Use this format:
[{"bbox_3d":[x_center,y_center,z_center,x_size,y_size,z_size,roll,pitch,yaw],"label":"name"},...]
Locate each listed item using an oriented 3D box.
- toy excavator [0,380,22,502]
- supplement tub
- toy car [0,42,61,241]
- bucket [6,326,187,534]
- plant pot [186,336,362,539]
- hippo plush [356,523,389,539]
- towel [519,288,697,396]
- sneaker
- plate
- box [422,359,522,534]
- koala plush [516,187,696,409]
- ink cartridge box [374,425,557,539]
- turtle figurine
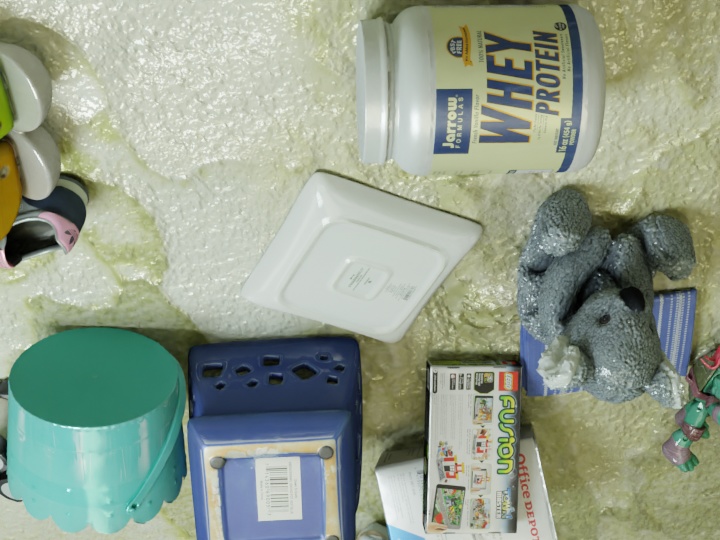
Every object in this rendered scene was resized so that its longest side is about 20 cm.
[{"bbox_3d":[-0.479,0.184,1.422,0.199,0.100,0.195,-9,136,17],"label":"toy excavator"},{"bbox_3d":[0.098,-0.155,1.069,0.199,0.145,0.145,-2,136,-3],"label":"supplement tub"},{"bbox_3d":[-0.368,-0.113,1.089,0.150,0.175,0.200,28,140,19],"label":"toy car"},{"bbox_3d":[-0.282,0.164,1.330,0.206,0.207,0.135,2,122,-7],"label":"bucket"},{"bbox_3d":[-0.093,0.201,1.357,0.199,0.180,0.201,-2,113,-2],"label":"plant pot"},{"bbox_3d":[0.093,0.377,1.633,0.161,0.200,0.160,-35,94,0],"label":"hippo plush"},{"bbox_3d":[0.282,0.083,1.426,0.199,0.024,0.145,-8,135,1],"label":"towel"},{"bbox_3d":[-0.363,-0.035,1.202,0.199,0.082,0.070,-14,136,10],"label":"sneaker"},{"bbox_3d":[0.000,0.000,1.305,0.199,0.032,0.200,17,132,-21],"label":"plate"},{"bbox_3d":[0.129,0.206,1.443,0.110,0.035,0.201,1,98,-5],"label":"box"},{"bbox_3d":[0.247,0.056,1.251,0.177,0.200,0.184,11,129,-16],"label":"koala plush"},{"bbox_3d":[0.131,0.283,1.524,0.199,0.084,0.145,-12,94,8],"label":"ink cartridge box"},{"bbox_3d":[0.426,0.142,1.445,0.149,0.101,0.200,-27,154,-40],"label":"turtle figurine"}]
